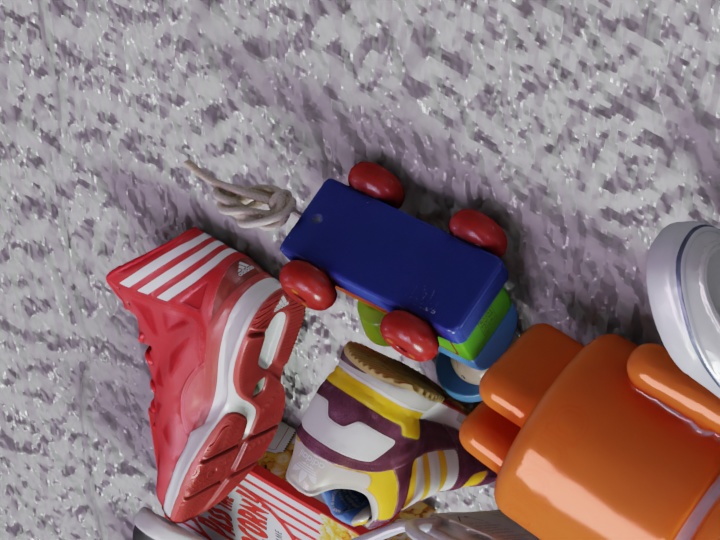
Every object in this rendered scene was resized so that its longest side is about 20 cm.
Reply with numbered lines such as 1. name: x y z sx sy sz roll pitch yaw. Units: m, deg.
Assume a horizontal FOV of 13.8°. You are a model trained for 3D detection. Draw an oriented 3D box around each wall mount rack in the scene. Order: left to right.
1. wall mount rack: 0.057 0.170 1.691 0.174 0.075 0.200 21 -173 30

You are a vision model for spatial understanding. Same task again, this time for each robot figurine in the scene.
1. robot figurine: 0.151 0.112 1.572 0.200 0.144 0.117 34 -173 14

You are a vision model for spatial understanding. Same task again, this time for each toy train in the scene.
1. toy train: 0.000 0.000 1.652 0.200 0.085 0.116 26 162 30

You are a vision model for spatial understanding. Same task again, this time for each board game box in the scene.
1. board game box: -0.041 0.165 1.942 0.200 0.046 0.152 28 148 23

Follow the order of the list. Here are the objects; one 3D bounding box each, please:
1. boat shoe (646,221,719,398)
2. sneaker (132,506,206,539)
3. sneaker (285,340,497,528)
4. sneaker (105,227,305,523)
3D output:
1. boat shoe: 0.216 0.048 1.466 0.065 0.074 0.200 -6 136 47
2. sneaker: -0.129 0.220 1.937 0.071 0.099 0.200 30 166 13
3. sneaker: 0.017 0.103 1.678 0.075 0.090 0.200 35 -179 30
4. sneaker: -0.107 0.055 1.837 0.116 0.078 0.200 41 128 23
